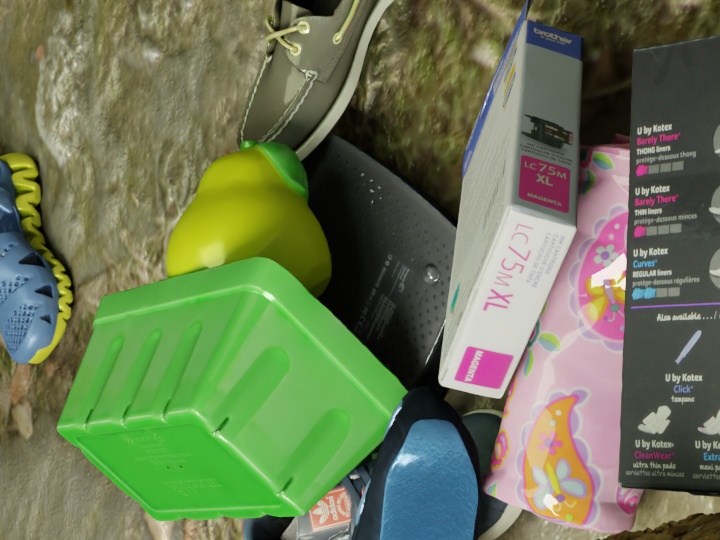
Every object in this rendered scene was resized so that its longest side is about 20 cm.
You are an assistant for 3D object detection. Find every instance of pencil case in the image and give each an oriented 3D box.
[{"bbox_3d":[0.125,0.031,0.835,0.087,0.087,0.200,19,97,48],"label":"pencil case"}]

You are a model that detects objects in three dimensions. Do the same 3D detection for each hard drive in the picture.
[{"bbox_3d":[0.000,0.000,1.007,0.200,0.042,0.135,39,111,45],"label":"hard drive"}]

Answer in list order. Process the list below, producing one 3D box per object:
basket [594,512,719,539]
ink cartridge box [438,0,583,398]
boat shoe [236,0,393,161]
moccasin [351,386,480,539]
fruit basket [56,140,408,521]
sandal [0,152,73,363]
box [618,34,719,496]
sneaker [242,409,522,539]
[{"bbox_3d":[0.175,0.175,0.657,0.149,0.200,0.143,-2,90,45],"label":"basket"},{"bbox_3d":[0.080,-0.044,0.857,0.200,0.042,0.119,-83,9,-49],"label":"ink cartridge box"},{"bbox_3d":[-0.026,-0.156,1.021,0.072,0.060,0.202,29,90,46],"label":"boat shoe"},{"bbox_3d":[0.032,0.152,0.878,0.068,0.080,0.200,-94,17,-58],"label":"moccasin"},{"bbox_3d":[-0.065,0.034,0.966,0.216,0.156,0.216,-36,23,18],"label":"fruit basket"},{"bbox_3d":[-0.289,-0.012,1.301,0.079,0.087,0.200,-46,54,30],"label":"sandal"},{"bbox_3d":[0.194,0.002,0.730,0.106,0.122,0.200,-5,80,48],"label":"box"},{"bbox_3d":[0.009,0.134,0.939,0.200,0.084,0.075,-34,59,39],"label":"sneaker"}]
